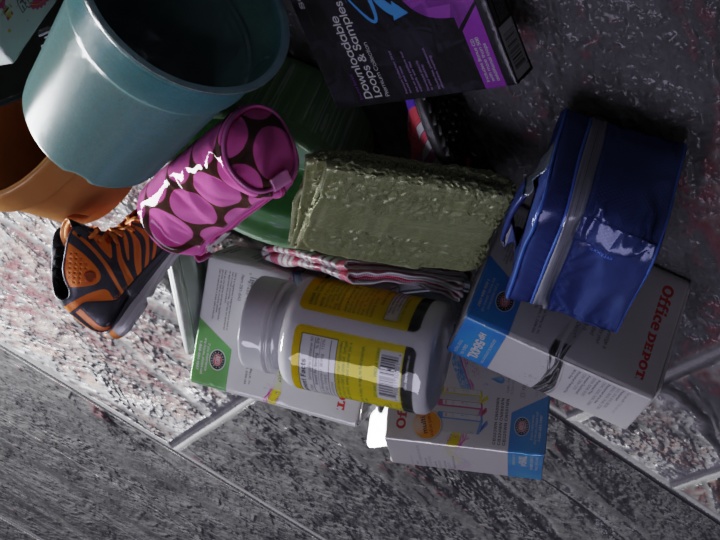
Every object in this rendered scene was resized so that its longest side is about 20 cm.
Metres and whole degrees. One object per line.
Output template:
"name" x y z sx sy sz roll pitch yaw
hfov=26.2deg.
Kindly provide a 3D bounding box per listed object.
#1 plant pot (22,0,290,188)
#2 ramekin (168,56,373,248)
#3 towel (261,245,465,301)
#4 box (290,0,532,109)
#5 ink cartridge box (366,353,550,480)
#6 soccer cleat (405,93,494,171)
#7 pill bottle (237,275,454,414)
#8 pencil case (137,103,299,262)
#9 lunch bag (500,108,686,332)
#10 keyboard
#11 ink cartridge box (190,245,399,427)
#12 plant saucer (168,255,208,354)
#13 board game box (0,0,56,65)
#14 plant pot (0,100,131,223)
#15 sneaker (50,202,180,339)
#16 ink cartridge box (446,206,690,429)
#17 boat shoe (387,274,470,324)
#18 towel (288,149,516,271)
"plant pot" -0.197 -0.186 1.367 0.200 0.201 0.196 33 136 -15
"ramekin" -0.083 -0.121 1.524 0.199 0.098 0.201 18 149 11
"towel" 0.000 0.000 1.594 0.145 0.030 0.200 7 -177 -29
"box" 0.035 -0.216 1.316 0.199 0.036 0.144 -3 122 41
"ink cartridge box" 0.108 0.147 1.704 0.198 0.130 0.125 5 162 6
"soccer cleat" 0.070 -0.113 1.456 0.073 0.069 0.200 2 146 28
"pill bottle" -0.015 0.069 1.545 0.198 0.115 0.115 11 147 15
"pencil case" -0.131 -0.078 1.442 0.200 0.090 0.094 -32 83 56
"lunch bag" 0.199 -0.043 1.397 0.131 0.137 0.200 19 149 4
"keyboard" -0.293 -0.236 1.522 0.199 0.105 0.040 -16 177 26
"ink cartridge box" -0.070 0.068 1.666 0.198 0.146 0.084 14 -168 15
"plant saucer" -0.192 -0.009 1.730 0.050 0.201 0.201 -12 148 -8
"board game box" -0.376 -0.257 1.479 0.199 0.148 0.064 -3 138 38
"plant pot" -0.318 -0.137 1.597 0.199 0.202 0.140 2 159 34
"sneaker" -0.242 -0.039 1.573 0.112 0.201 0.077 35 165 -23
"ink cartridge box" 0.206 0.046 1.524 0.199 0.147 0.084 25 149 1
"boat shoe" 0.037 0.042 1.707 0.199 0.057 0.068 -11 166 43
"towel" 0.035 -0.056 1.442 0.198 0.037 0.149 7 147 -9
